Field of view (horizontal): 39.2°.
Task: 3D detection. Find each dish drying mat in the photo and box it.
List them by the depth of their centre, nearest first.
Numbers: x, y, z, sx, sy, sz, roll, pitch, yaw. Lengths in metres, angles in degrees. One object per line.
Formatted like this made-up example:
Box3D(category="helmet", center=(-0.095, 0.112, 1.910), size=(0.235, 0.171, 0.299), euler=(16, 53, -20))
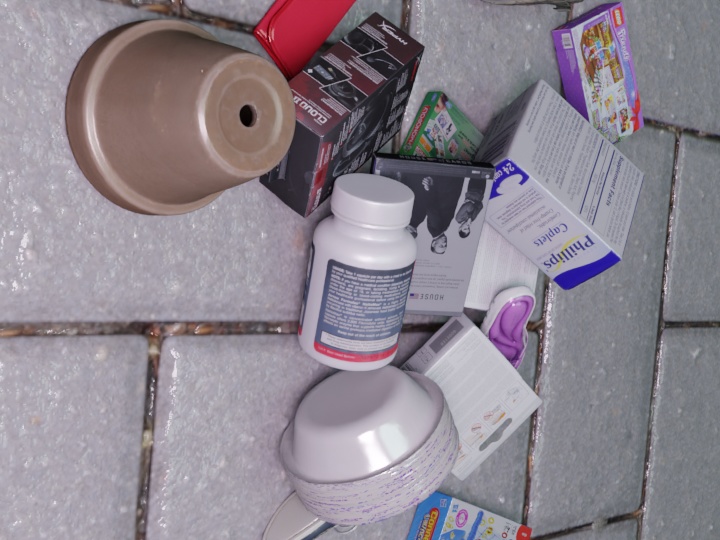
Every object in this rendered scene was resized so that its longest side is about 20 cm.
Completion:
Box3D(category="dish drying mat", center=(-0.045, -0.316, 1.168), size=(0.077, 0.018, 0.200), euler=(51, 62, -35))

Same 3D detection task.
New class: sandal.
Box3D(category="sandal", center=(0.196, 0.102, 1.366), size=(0.082, 0.050, 0.203), euler=(-14, 140, -11))

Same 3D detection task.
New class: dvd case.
Box3D(category="dvd case", center=(0.071, -0.039, 1.221), size=(0.149, 0.025, 0.201), euler=(4, 116, -15))

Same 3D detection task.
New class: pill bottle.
Box3D(category="pill bottle", center=(0.000, 0.000, 1.144), size=(0.119, 0.119, 0.201), euler=(-13, 123, -41))

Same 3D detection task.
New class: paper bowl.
Box3D(category="paper bowl", center=(0.005, 0.183, 1.153), size=(0.200, 0.200, 0.105), euler=(-39, 120, -32))

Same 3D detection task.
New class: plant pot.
Box3D(category="plant pot", center=(-0.156, -0.148, 0.983), size=(0.200, 0.174, 0.201), euler=(-7, 101, -43))

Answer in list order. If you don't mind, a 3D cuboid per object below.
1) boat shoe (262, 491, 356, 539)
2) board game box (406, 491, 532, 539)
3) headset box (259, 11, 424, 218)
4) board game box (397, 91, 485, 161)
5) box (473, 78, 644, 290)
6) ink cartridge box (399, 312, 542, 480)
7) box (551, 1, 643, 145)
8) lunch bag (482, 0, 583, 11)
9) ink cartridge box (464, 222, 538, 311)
Box3D(category="boat shoe", center=(-0.030, 0.275, 1.215), size=(0.200, 0.075, 0.062), euler=(-43, 128, -23))
Box3D(category="board game box", center=(0.135, 0.424, 1.401), size=(0.200, 0.056, 0.197), euler=(29, 75, -41))
Box3D(category="headset box", center=(-0.029, -0.164, 1.112), size=(0.200, 0.077, 0.149), euler=(-44, 165, -29))
Box3D(category="board game box", center=(0.129, -0.124, 1.344), size=(0.200, 0.029, 0.135), euler=(39, 71, -39))
Box3D(category="box", center=(0.249, -0.110, 1.305), size=(0.200, 0.105, 0.184), euler=(40, 46, -12))
Box3D(category="ink cartridge box", center=(0.132, 0.169, 1.334), size=(0.160, 0.047, 0.200), euler=(-44, 128, 0))
Box3D(category="box", center=(0.362, -0.288, 1.531), size=(0.137, 0.039, 0.201), euler=(-32, 115, -35))
Box3D(category="lunch bag", center=(0.244, -0.451, 1.345), size=(0.168, 0.139, 0.201), euler=(-16, 107, -57))
Box3D(category="ink cartridge box", center=(0.154, -0.029, 1.343), size=(0.199, 0.050, 0.163), euler=(9, 91, -31))
